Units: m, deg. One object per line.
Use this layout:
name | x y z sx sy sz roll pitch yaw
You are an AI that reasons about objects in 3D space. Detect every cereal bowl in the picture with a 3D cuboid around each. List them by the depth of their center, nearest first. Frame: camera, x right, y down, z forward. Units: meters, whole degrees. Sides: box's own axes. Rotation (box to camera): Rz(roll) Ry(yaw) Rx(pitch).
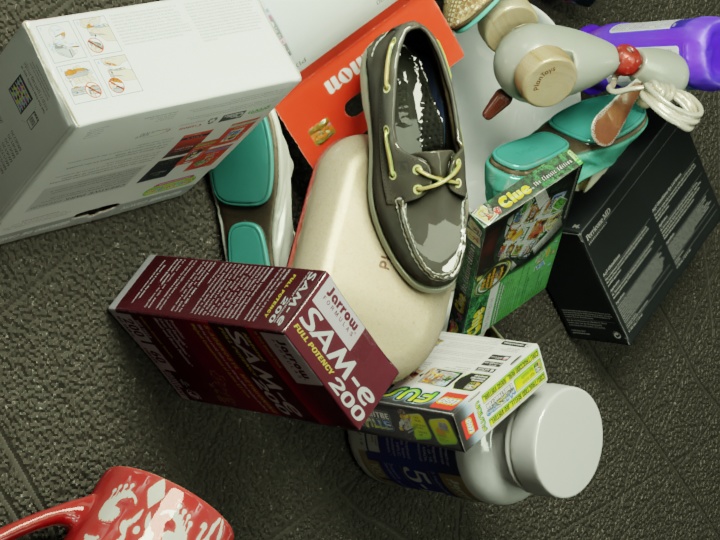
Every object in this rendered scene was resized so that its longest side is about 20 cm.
cereal bowl | 0.101 -0.136 1.467 0.199 0.083 0.201 -4 95 -45

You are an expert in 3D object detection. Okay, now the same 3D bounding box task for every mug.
mug | -0.191 0.238 1.181 0.178 0.133 0.201 50 56 -37

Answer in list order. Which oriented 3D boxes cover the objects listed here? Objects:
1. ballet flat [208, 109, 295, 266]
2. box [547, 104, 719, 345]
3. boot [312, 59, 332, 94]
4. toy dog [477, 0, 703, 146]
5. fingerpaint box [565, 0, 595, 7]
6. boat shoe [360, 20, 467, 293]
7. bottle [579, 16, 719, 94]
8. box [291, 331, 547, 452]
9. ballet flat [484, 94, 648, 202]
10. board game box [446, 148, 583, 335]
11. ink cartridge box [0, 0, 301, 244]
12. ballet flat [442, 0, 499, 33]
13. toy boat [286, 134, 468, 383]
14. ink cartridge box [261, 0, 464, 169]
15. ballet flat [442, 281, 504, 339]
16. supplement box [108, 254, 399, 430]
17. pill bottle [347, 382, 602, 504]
ballet flat | -0.078 -0.052 1.325 0.069 0.069 0.201 -19 111 -43
box | 0.259 -0.048 1.647 0.200 0.079 0.142 -48 127 -31
boot | -0.010 -0.239 1.375 0.146 0.070 0.201 -18 113 -52
toy dog | 0.179 -0.154 1.411 0.199 0.097 0.132 21 35 -16
fingerpaint box | 0.220 -0.361 1.519 0.073 0.167 0.201 14 80 -7
boat shoe | 0.044 -0.085 1.262 0.071 0.061 0.202 -9 83 -22
bottle | 0.252 -0.195 1.542 0.083 0.199 0.066 -5 96 -45
box | 0.038 0.089 1.348 0.110 0.199 0.035 -36 118 -36
ballet flat | 0.172 -0.093 1.446 0.200 0.067 0.071 -27 138 -41
board game box | 0.124 -0.014 1.388 0.105 0.023 0.200 -35 158 -22
ink cartridge box | -0.174 -0.107 1.182 0.199 0.175 0.084 -18 75 -43
ballet flat | 0.120 -0.280 1.376 0.200 0.070 0.065 -49 115 -20
toy boat | 0.000 0.000 1.333 0.130 0.131 0.201 19 70 -13
ink cartridge box | -0.016 -0.195 1.282 0.162 0.057 0.200 -37 115 -7
ballet flat | 0.102 0.059 1.507 0.200 0.062 0.068 44 64 -37
supplement box | -0.080 0.050 1.225 0.061 0.199 0.109 -55 127 -27
pill bottle | 0.096 0.132 1.409 0.119 0.199 0.120 -4 95 -44
